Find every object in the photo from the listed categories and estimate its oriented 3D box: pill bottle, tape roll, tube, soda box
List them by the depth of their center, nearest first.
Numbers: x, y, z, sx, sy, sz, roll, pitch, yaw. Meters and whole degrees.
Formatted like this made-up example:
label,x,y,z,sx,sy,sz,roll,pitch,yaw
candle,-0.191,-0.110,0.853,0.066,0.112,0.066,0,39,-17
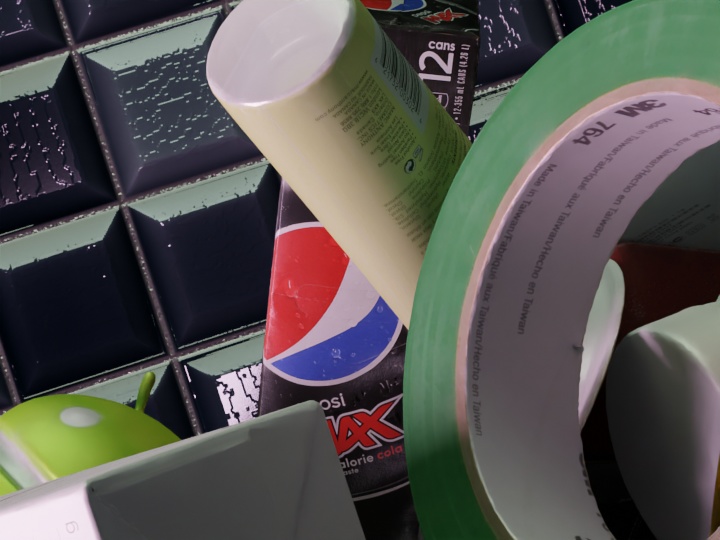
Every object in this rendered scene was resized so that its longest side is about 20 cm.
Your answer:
label,x,y,z,sx,sy,sz,roll,pitch,yaw
tape roll,0.092,0.023,0.822,0.048,0.201,0.200,13,-21,-37
tube,0.021,-0.014,0.933,0.058,0.052,0.200,-40,-46,3
soda box,0.000,0.000,1.025,0.063,0.200,0.071,6,20,-1
pill bottle,0.198,0.038,1.068,0.200,0.114,0.114,-17,-1,-24

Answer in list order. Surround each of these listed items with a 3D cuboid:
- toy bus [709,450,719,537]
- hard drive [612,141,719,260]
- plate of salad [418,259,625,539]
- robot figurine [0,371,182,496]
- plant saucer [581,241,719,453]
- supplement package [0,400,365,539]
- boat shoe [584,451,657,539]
label,x,y,z,sx,sy,sz,roll,pitch,yaw
toy bus,0.158,0.012,0.958,0.065,0.200,0.078,7,-36,10
hard drive,0.140,-0.011,1.191,0.132,0.026,0.200,-32,-28,22
plate of salad,0.048,0.085,1.088,0.200,0.048,0.200,-54,11,16
robot figurine,-0.125,0.125,1.001,0.200,0.175,0.116,-40,-19,-10
plant saucer,0.121,0.062,1.247,0.200,0.037,0.200,4,-36,-42
supplement package,-0.102,0.127,0.816,0.200,0.121,0.120,-19,-1,31
boat shoe,0.163,0.078,1.186,0.200,0.068,0.072,-16,-3,-10
